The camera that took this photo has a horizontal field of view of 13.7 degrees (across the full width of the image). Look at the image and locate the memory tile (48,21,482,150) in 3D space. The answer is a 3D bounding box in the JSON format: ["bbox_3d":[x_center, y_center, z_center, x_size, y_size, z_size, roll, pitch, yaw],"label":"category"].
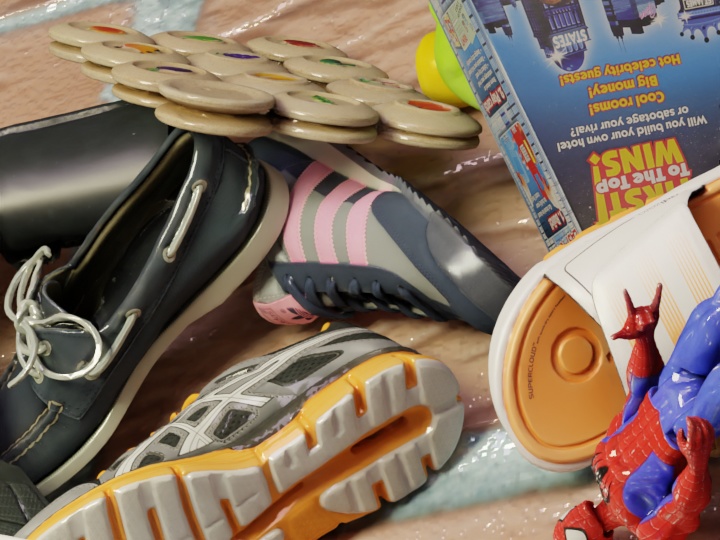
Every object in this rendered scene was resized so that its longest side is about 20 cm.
[{"bbox_3d":[-0.046,-0.084,1.329,0.152,0.017,0.200,3,14,-25],"label":"memory tile"}]

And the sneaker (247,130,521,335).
[{"bbox_3d":[0.000,0.000,1.276,0.082,0.070,0.200,-52,35,-4],"label":"sneaker"}]

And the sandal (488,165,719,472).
[{"bbox_3d":[0.139,-0.001,1.153,0.206,0.079,0.059,-36,11,-11],"label":"sandal"}]

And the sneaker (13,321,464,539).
[{"bbox_3d":[-0.057,0.084,1.199,0.199,0.079,0.077,-25,33,-17],"label":"sneaker"}]

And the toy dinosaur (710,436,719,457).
[{"bbox_3d":[0.184,0.008,1.087,0.201,0.106,0.061,-61,33,27],"label":"toy dinosaur"}]

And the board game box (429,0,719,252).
[{"bbox_3d":[0.125,-0.087,1.223,0.199,0.201,0.062,-10,-6,-10],"label":"board game box"}]

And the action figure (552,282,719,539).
[{"bbox_3d":[0.121,0.042,1.072,0.051,0.200,0.066,0,50,-29],"label":"action figure"}]

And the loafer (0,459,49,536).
[{"bbox_3d":[-0.192,0.078,1.245,0.200,0.072,0.063,52,123,26],"label":"loafer"}]

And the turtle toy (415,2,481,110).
[{"bbox_3d":[0.082,-0.135,1.335,0.145,0.101,0.201,-11,41,22],"label":"turtle toy"}]

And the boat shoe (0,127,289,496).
[{"bbox_3d":[-0.114,0.021,1.279,0.200,0.062,0.075,-45,40,13],"label":"boat shoe"}]

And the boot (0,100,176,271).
[{"bbox_3d":[-0.151,-0.044,1.402,0.167,0.077,0.200,-11,13,-1],"label":"boot"}]

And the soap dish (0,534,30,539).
[{"bbox_3d":[-0.078,0.150,1.050,0.157,0.200,0.082,5,77,35],"label":"soap dish"}]
